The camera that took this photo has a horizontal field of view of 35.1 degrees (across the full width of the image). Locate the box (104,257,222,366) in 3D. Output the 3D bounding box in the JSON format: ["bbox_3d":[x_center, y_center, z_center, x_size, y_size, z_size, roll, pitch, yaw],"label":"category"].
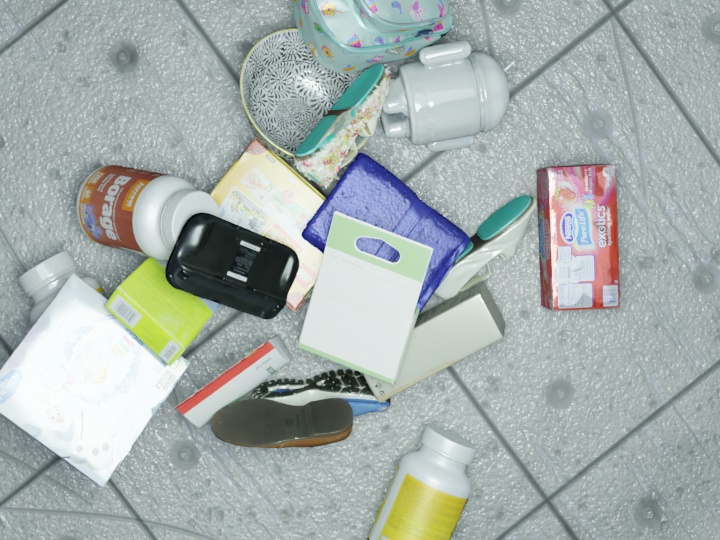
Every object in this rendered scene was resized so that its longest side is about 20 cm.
[{"bbox_3d":[-0.253,0.030,1.570,0.122,0.200,0.048,42,122,-5],"label":"box"}]

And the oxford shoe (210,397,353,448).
[{"bbox_3d":[-0.107,0.221,1.565,0.196,0.072,0.072,0,57,2],"label":"oxford shoe"}]

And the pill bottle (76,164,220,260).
[{"bbox_3d":[-0.285,-0.077,1.535,0.198,0.111,0.114,12,94,40],"label":"pill bottle"}]

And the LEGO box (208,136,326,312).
[{"bbox_3d":[-0.119,-0.066,1.607,0.199,0.077,0.149,41,92,-4],"label":"LEGO box"}]

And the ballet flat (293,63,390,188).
[{"bbox_3d":[-0.017,-0.188,1.507,0.201,0.075,0.064,-51,123,-25],"label":"ballet flat"}]

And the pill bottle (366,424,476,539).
[{"bbox_3d":[0.091,0.329,1.620,0.110,0.112,0.203,23,93,-3],"label":"pill bottle"}]

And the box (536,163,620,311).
[{"bbox_3d":[0.307,-0.048,1.615,0.098,0.095,0.204,-3,93,-2],"label":"box"}]

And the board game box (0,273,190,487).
[{"bbox_3d":[-0.363,0.145,1.509,0.198,0.043,0.201,39,74,-12],"label":"board game box"}]

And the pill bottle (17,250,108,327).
[{"bbox_3d":[-0.393,0.079,1.589,0.110,0.111,0.202,-30,93,0],"label":"pill bottle"}]

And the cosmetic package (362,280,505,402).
[{"bbox_3d":[0.100,0.098,1.592,0.198,0.104,0.074,-28,94,14],"label":"cosmetic package"}]

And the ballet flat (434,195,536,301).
[{"bbox_3d":[0.180,-0.028,1.634,0.199,0.069,0.070,-38,94,4],"label":"ballet flat"}]

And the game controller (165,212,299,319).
[{"bbox_3d":[-0.164,-0.004,1.503,0.198,0.042,0.106,23,85,-43],"label":"game controller"}]

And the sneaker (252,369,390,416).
[{"bbox_3d":[-0.054,0.200,1.635,0.196,0.079,0.091,-5,111,-3],"label":"sneaker"}]

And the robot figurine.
[{"bbox_3d":[0.123,-0.240,1.588,0.196,0.114,0.171,-11,135,-3],"label":"robot figurine"}]

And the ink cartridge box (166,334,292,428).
[{"bbox_3d":[-0.173,0.156,1.556,0.160,0.200,0.050,-36,91,1],"label":"ink cartridge box"}]

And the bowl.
[{"bbox_3d":[-0.083,-0.222,1.577,0.197,0.094,0.204,8,65,-19],"label":"bowl"}]

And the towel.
[{"bbox_3d":[0.034,-0.044,1.552,0.199,0.050,0.148,38,87,-6],"label":"towel"}]

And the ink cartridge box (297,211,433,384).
[{"bbox_3d":[0.009,0.033,1.509,0.143,0.048,0.203,20,110,10],"label":"ink cartridge box"}]

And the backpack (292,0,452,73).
[{"bbox_3d":[0.012,-0.367,1.535,0.197,0.153,0.179,-20,88,-17],"label":"backpack"}]
